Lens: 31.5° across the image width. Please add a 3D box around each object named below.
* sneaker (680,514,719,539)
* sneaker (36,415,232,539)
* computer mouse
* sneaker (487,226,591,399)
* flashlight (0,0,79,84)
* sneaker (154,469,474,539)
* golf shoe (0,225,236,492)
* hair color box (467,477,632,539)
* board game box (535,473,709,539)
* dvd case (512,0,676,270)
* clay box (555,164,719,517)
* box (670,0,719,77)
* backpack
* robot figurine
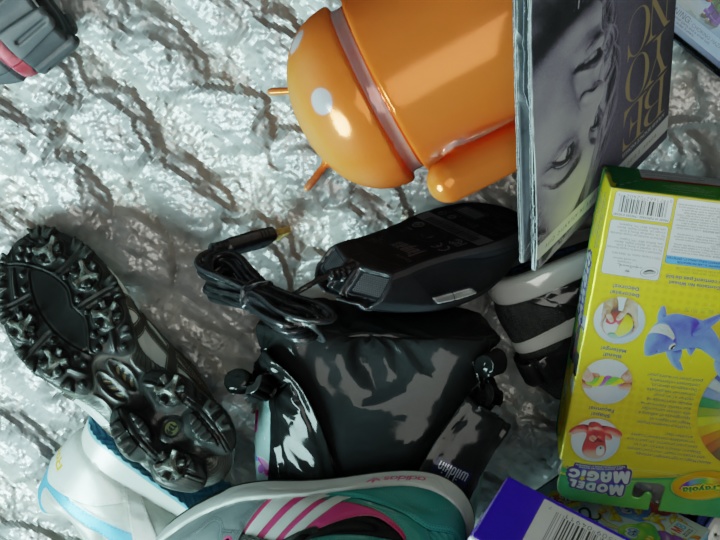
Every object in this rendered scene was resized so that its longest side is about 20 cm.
[{"bbox_3d":[0.255,0.185,0.838,0.199,0.075,0.089,-13,104,1],"label":"sneaker"},{"bbox_3d":[-0.118,0.179,0.833,0.200,0.077,0.081,43,108,-5],"label":"sneaker"},{"bbox_3d":[0.000,0.000,0.775,0.199,0.140,0.046,-22,119,-35],"label":"computer mouse"},{"bbox_3d":[0.188,0.019,0.802,0.199,0.073,0.112,-18,108,11],"label":"sneaker"},{"bbox_3d":[-0.261,-0.099,0.756,0.200,0.068,0.068,-38,97,6],"label":"flashlight"},{"bbox_3d":[-0.042,0.173,0.688,0.199,0.121,0.084,-15,104,19],"label":"sneaker"},{"bbox_3d":[-0.153,0.061,0.798,0.078,0.095,0.200,-39,76,-5],"label":"golf shoe"},{"bbox_3d":[0.089,0.225,0.702,0.109,0.065,0.201,25,125,15],"label":"hair color box"},{"bbox_3d":[0.137,0.246,0.801,0.105,0.103,0.201,-21,122,-42],"label":"board game box"},{"bbox_3d":[0.131,-0.117,0.697,0.016,0.149,0.201,26,141,31],"label":"dvd case"},{"bbox_3d":[0.182,0.045,0.748,0.114,0.048,0.201,7,113,1],"label":"clay box"},{"bbox_3d":[0.206,-0.212,0.754,0.200,0.038,0.137,35,101,-10],"label":"box"},{"bbox_3d":[0.011,0.122,0.790,0.166,0.127,0.201,4,106,10],"label":"backpack"},{"bbox_3d":[0.043,-0.120,0.731,0.199,0.117,0.144,-27,103,9],"label":"robot figurine"}]
